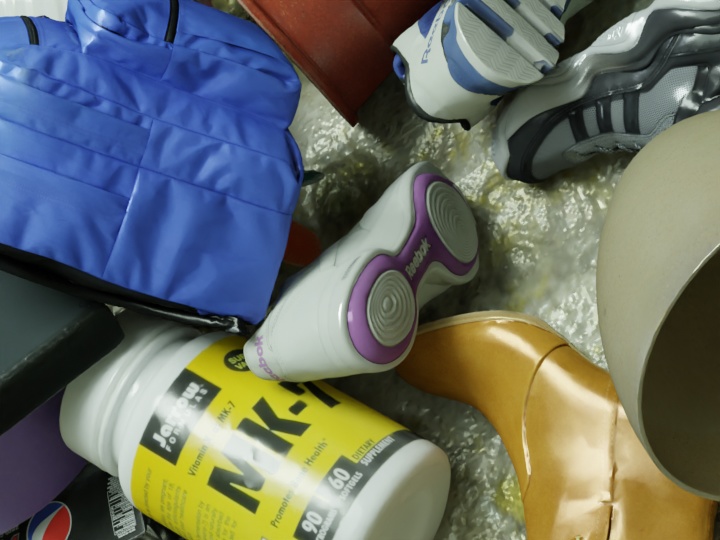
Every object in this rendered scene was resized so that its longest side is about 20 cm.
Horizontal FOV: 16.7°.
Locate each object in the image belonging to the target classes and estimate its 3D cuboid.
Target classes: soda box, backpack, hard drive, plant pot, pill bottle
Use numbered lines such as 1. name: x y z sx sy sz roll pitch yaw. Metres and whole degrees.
1. soda box: -0.192 0.180 1.464 0.200 0.071 0.063 -28 53 21
2. backpack: -0.142 -0.073 1.324 0.163 0.200 0.168 -146 70 -74
3. hard drive: -0.237 0.030 1.383 0.139 0.033 0.200 -38 38 -13
4. plant pot: 0.195 -0.004 1.212 0.200 0.200 0.135 -45 42 10
5. plant pot: 0.000 -0.224 1.438 0.195 0.201 0.201 -43 53 3
6. pill bottle: -0.060 0.104 1.351 0.200 0.114 0.114 27 87 22

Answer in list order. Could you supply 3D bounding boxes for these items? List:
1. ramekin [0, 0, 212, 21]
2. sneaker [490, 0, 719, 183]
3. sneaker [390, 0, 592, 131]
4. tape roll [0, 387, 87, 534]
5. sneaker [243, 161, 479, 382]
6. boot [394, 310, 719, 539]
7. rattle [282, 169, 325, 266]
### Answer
1. ramekin: -0.181 -0.140 1.490 0.200 0.200 0.105 1 105 34
2. sneaker: 0.159 -0.072 1.329 0.200 0.075 0.114 -35 72 38
3. sneaker: 0.075 -0.147 1.377 0.115 0.081 0.199 -36 12 46
4. tape roll: -0.252 0.067 1.455 0.200 0.085 0.200 -13 42 12
5. sneaker: 0.000 0.000 1.351 0.099 0.200 0.075 -18 105 31
6. boot: 0.096 0.099 1.300 0.201 0.071 0.144 -2 63 27
7. rattle: -0.129 -0.050 1.455 0.130 0.143 0.200 -55 31 -10
